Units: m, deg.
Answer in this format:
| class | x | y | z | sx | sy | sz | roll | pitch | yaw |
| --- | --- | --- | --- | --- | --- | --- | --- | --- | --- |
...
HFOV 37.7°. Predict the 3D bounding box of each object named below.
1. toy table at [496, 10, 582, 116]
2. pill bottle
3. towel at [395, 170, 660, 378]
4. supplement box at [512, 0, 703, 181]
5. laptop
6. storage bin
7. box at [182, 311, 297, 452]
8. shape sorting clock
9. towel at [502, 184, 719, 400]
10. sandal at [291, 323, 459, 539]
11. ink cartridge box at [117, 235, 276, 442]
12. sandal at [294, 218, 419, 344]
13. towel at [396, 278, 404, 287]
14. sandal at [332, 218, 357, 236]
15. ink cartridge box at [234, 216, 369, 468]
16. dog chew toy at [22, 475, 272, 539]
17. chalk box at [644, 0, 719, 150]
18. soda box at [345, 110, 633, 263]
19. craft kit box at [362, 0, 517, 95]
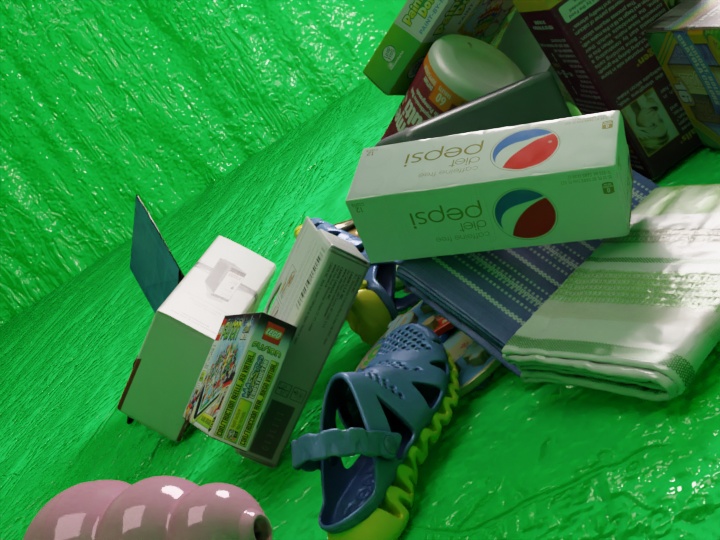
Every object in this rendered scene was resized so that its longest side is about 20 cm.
| class | x | y | z | sx | sy | sz | roll | pitch | yaw |
| --- | --- | --- | --- | --- | --- | --- | --- | --- | --- |
| toy table | 0.216 | -0.207 | 1.084 | 0.200 | 0.116 | 0.185 | 129 | 149 | -47 |
| pill bottle | 0.079 | -0.129 | 1.072 | 0.201 | 0.109 | 0.110 | -59 | -3 | 37 |
| towel | 0.141 | -0.018 | 0.803 | 0.200 | 0.144 | 0.024 | -41 | -29 | -23 |
| supplement box | 0.249 | -0.203 | 0.952 | 0.130 | 0.201 | 0.103 | -35 | 14 | 0 |
| laptop | -0.282 | 0.052 | 1.312 | 0.201 | 0.115 | 0.188 | -63 | -1 | -32 |
| storage bin | 0.114 | -0.081 | 0.916 | 0.199 | 0.135 | 0.145 | -26 | 8 | -19 |
| box | -0.112 | 0.095 | 0.945 | 0.111 | 0.034 | 0.200 | -69 | 13 | -9 |
| shape sorting clock | 0.066 | 0.057 | 0.875 | 0.199 | 0.039 | 0.200 | -33 | 14 | 10 |
| towel | 0.203 | 0.008 | 0.694 | 0.200 | 0.031 | 0.149 | -42 | 24 | -26 |
| sandal | 0.010 | 0.100 | 0.736 | 0.079 | 0.087 | 0.201 | -26 | 24 | 33 |
| ink cartridge box | -0.182 | 0.072 | 1.197 | 0.148 | 0.082 | 0.200 | -62 | 1 | 28 |
| sandal | 0.000 | 0.000 | 1.061 | 0.087 | 0.080 | 0.200 | -30 | 39 | -13 |
| towel | 0.115 | -0.050 | 1.122 | 0.199 | 0.031 | 0.149 | -23 | 19 | 42 |
| sandal | -0.002 | -0.017 | 1.187 | 0.199 | 0.081 | 0.054 | -31 | 47 | -21 |
| ink cartridge box | -0.063 | 0.059 | 0.980 | 0.201 | 0.043 | 0.174 | -65 | 12 | 7 |
| dog chew toy | -0.150 | 0.204 | 0.757 | 0.199 | 0.125 | 0.125 | -19 | 20 | 27 |
| chalk box | 0.333 | -0.168 | 0.814 | 0.124 | 0.124 | 0.200 | -34 | 15 | 1 |
| soda box | 0.095 | -0.059 | 0.769 | 0.198 | 0.064 | 0.068 | -6 | 40 | 22 |
| craft kit box | 0.118 | -0.270 | 1.084 | 0.197 | 0.049 | 0.201 | -10 | -38 | -53 |
